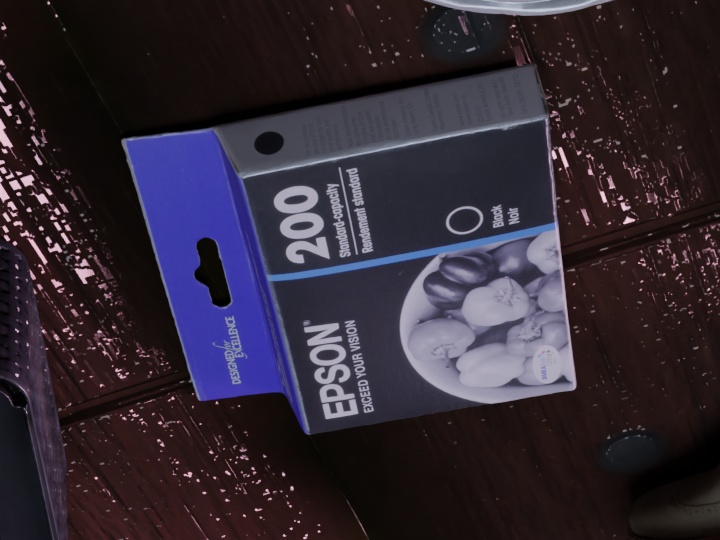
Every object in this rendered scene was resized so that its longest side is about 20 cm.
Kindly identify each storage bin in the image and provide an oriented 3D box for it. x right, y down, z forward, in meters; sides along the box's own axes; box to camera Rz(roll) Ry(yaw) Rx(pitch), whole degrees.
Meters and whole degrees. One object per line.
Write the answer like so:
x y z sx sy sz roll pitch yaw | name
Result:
-0.222 0.088 1.065 0.135 0.094 0.200 -5 137 -3 | storage bin

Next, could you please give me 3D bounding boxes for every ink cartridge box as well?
0.000 0.000 1.046 0.200 0.043 0.198 -10 136 2 | ink cartridge box

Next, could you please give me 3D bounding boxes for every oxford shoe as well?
0.230 0.098 1.182 0.200 0.070 0.075 -24 104 21 | oxford shoe

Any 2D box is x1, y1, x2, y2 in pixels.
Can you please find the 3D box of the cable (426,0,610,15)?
0.073 -0.193 0.841 0.200 0.069 0.200 -4 137 -3 | cable
